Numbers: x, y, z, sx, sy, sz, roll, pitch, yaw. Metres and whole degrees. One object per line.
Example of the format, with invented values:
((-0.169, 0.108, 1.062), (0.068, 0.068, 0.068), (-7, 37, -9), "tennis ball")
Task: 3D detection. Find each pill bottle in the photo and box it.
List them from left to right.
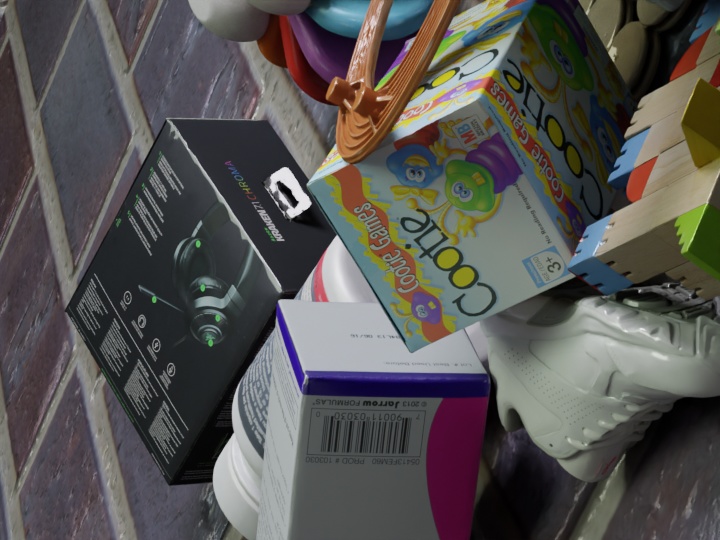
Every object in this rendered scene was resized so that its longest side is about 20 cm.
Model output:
((-0.007, 0.075, 1.493), (0.200, 0.119, 0.120), (-55, 24, 37), "pill bottle")

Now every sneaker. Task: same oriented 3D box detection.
((0.127, 0.056, 1.238), (0.200, 0.078, 0.100), (-172, 77, -65), "sneaker")

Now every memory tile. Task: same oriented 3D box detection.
((0.151, -0.156, 1.435), (0.201, 0.017, 0.153), (-64, 20, 18), "memory tile")

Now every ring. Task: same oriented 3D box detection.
((0.026, -0.146, 1.189), (0.200, 0.019, 0.201), (-157, 90, -79), "ring")

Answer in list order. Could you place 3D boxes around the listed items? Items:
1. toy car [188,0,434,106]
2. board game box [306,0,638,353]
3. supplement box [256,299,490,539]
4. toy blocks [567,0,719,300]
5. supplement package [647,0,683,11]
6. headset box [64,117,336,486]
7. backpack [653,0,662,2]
((-0.013, -0.190, 1.750), (0.200, 0.174, 0.151), (-19, 88, 66), "toy car")
((0.065, -0.061, 1.297), (0.103, 0.105, 0.200), (-25, 16, 25), "board game box")
((0.001, 0.126, 1.364), (0.103, 0.101, 0.201), (-114, 28, -65), "supplement box")
((0.169, -0.063, 1.168), (0.201, 0.100, 0.137), (-64, 15, -23), "toy blocks")
((0.130, -0.269, 1.353), (0.192, 0.147, 0.200), (-57, 20, 4), "supplement package")
((-0.094, 0.015, 1.731), (0.174, 0.092, 0.200), (54, 129, 33), "headset box")
((0.165, -0.219, 1.143), (0.175, 0.154, 0.200), (-36, -2, -6), "backpack")
